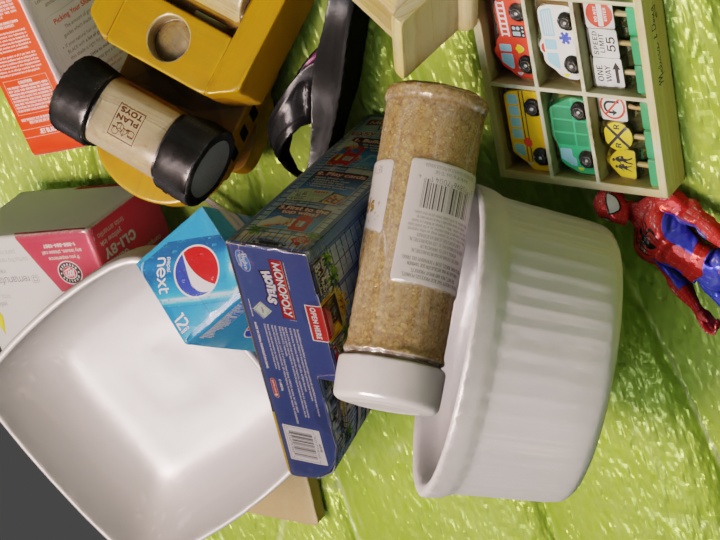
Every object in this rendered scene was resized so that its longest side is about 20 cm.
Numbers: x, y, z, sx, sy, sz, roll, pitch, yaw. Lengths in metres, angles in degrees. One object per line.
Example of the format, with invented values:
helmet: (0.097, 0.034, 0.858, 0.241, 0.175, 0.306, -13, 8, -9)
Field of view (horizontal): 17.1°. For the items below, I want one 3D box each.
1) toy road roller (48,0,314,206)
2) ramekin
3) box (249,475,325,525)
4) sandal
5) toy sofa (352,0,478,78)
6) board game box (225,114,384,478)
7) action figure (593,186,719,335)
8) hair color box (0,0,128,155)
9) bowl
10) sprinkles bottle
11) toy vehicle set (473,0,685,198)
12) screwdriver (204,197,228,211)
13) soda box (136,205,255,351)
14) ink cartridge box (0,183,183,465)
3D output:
toy road roller: (-0.108, -0.141, 1.627, 0.122, 0.146, 0.201, 29, 96, 18)
ramekin: (0.100, 0.052, 1.526, 0.097, 0.201, 0.201, 10, 132, -6)
box: (-0.114, 0.097, 1.846, 0.162, 0.021, 0.201, 9, 124, 33)
sandal: (-0.030, -0.122, 1.591, 0.048, 0.075, 0.202, 17, 121, 9)
toy sofa: (-0.005, -0.226, 1.484, 0.200, 0.098, 0.083, 44, 166, 16)
board game box: (0.000, 0.000, 1.573, 0.061, 0.200, 0.201, 9, 134, 25)
action figure: (0.231, 0.006, 1.502, 0.199, 0.052, 0.066, 35, 138, 16)
hair color box: (-0.221, -0.193, 1.668, 0.061, 0.101, 0.201, -7, 114, 40)
bowl: (-0.142, 0.085, 1.689, 0.200, 0.075, 0.200, -36, 101, 30)
sprinkles bottle: (0.032, -0.013, 1.486, 0.068, 0.068, 0.202, 4, 80, 35)
toy vehicle set: (0.130, -0.145, 1.485, 0.123, 0.027, 0.201, 8, 124, 34)
screwdriver: (-0.109, -0.055, 1.735, 0.199, 0.028, 0.029, 31, 105, 14)
soda box: (-0.066, 0.010, 1.613, 0.064, 0.200, 0.068, -39, 71, 16)
ink cartridge box: (-0.196, 0.044, 1.796, 0.144, 0.083, 0.201, -4, 116, 38)
